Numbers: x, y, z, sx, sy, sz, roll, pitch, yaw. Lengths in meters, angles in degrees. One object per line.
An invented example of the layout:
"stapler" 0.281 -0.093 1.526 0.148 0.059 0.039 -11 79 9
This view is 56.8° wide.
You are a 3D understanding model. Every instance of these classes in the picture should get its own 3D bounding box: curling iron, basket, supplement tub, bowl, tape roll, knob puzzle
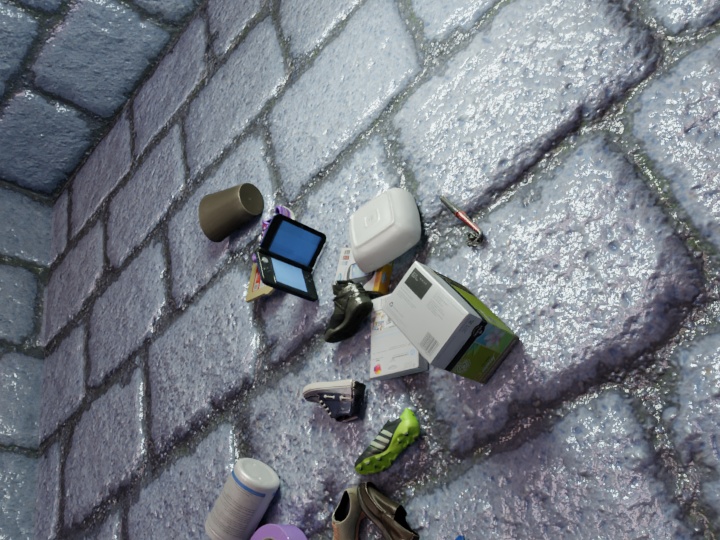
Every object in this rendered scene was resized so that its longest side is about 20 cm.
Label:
"curling iron" 0.233 -0.123 1.581 0.050 0.025 0.200 -47 45 18
"basket" -0.433 -0.211 2.254 0.199 0.136 0.181 -21 63 35
"supplement tub" -0.312 0.613 1.760 0.132 0.132 0.201 36 99 48
"bowl" 0.049 -0.112 1.698 0.199 0.075 0.201 -32 42 25
"tape roll" -0.206 0.734 1.646 0.199 0.065 0.201 -20 60 39
"knob puzzle" -0.261 -0.002 2.043 0.219 0.030 0.221 -29 41 28

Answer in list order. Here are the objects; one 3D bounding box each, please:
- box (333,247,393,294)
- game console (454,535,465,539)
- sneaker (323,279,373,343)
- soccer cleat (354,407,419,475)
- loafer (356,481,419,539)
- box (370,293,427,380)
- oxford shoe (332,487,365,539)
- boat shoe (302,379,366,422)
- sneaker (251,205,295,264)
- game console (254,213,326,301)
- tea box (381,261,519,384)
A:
"box" 0.000 0.000 1.766 0.199 0.041 0.120 1 74 45
"game console" 0.193 0.658 1.290 0.170 0.118 0.201 38 104 16
"sneaker" -0.043 0.100 1.717 0.200 0.076 0.115 -57 43 40
"soccer cleat" 0.060 0.394 1.521 0.200 0.067 0.081 -45 28 23
"loafer" 0.067 0.530 1.448 0.071 0.073 0.200 -52 51 9
"box" 0.090 0.152 1.603 0.155 0.041 0.201 -21 58 41
"oxford shoe" -0.044 0.591 1.527 0.071 0.074 0.201 10 80 48
"boat shoe" -0.076 0.333 1.672 0.199 0.075 0.093 -18 53 40
"sneaker" -0.286 -0.113 2.069 0.080 0.083 0.201 19 78 52
"game console" -0.178 -0.033 1.836 0.118 0.199 0.171 -42 48 26
"tea box" 0.188 0.110 1.398 0.134 0.196 0.200 -55 42 13
